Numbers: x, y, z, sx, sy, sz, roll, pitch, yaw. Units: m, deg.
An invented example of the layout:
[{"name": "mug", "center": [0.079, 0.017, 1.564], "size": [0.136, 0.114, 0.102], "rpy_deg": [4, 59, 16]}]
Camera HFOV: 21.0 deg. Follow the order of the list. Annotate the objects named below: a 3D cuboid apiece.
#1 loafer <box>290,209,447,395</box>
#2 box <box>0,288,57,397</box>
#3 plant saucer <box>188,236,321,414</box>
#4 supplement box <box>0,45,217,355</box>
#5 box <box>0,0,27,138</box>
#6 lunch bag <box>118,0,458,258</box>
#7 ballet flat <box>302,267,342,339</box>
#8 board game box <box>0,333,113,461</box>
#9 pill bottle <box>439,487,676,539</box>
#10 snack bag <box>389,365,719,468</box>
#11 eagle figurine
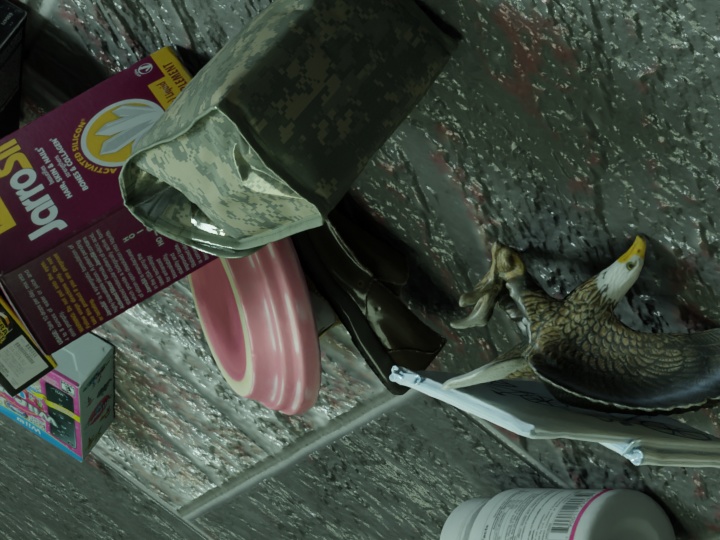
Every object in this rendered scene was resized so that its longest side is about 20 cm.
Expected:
[{"name": "loafer", "center": [0.000, 0.000, 1.505], "size": [0.200, 0.071, 0.073], "rpy_deg": [58, 176, -19]}, {"name": "box", "center": [-0.321, -0.015, 1.488], "size": [0.200, 0.049, 0.160], "rpy_deg": [49, 175, 49]}, {"name": "plant saucer", "center": [-0.091, 0.021, 1.528], "size": [0.200, 0.051, 0.201], "rpy_deg": [163, 90, -73]}, {"name": "supplement box", "center": [-0.185, -0.053, 1.426], "size": [0.131, 0.200, 0.103], "rpy_deg": [52, 169, 39]}, {"name": "box", "center": [-0.388, -0.170, 1.582], "size": [0.200, 0.123, 0.198], "rpy_deg": [31, 153, 3]}, {"name": "lunch bag", "center": [-0.058, -0.101, 1.277], "size": [0.118, 0.164, 0.200], "rpy_deg": [46, 152, -16]}, {"name": "ballet flat", "center": [-0.049, 0.039, 1.613], "size": [0.070, 0.065, 0.200], "rpy_deg": [36, 153, -2]}, {"name": "board game box", "center": [-0.340, 0.109, 2.066], "size": [0.147, 0.064, 0.200], "rpy_deg": [30, 154, 9]}, {"name": "pill bottle", "center": [0.164, 0.243, 1.659], "size": [0.113, 0.113, 0.200], "rpy_deg": [46, 152, -23]}, {"name": "snack bag", "center": [0.147, 0.106, 1.391], "size": [0.200, 0.021, 0.188], "rpy_deg": [8, -173, -33]}, {"name": "eagle figurine", "center": [0.169, 0.049, 1.321], "size": [0.200, 0.152, 0.151], "rpy_deg": [35, 134, 9]}]
